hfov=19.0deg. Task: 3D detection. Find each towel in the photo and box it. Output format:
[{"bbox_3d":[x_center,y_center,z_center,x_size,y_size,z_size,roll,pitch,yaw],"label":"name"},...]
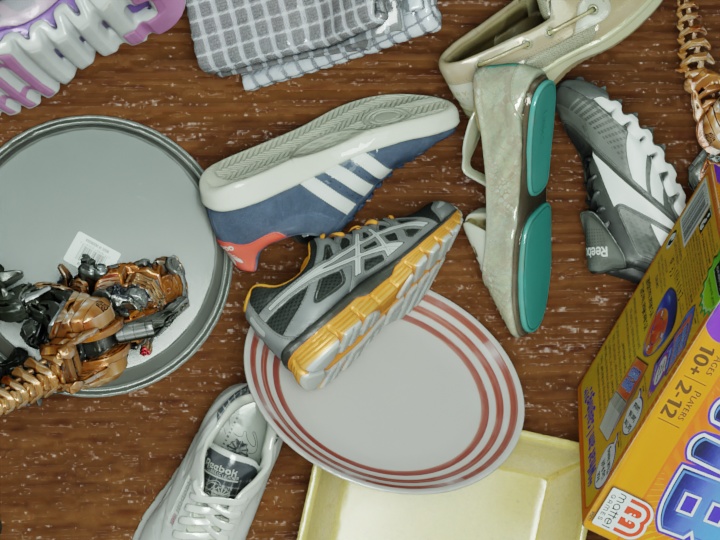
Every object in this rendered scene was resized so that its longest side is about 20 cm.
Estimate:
[{"bbox_3d":[-0.050,-0.237,1.485,0.165,0.086,0.200,-13,88,25],"label":"towel"}]

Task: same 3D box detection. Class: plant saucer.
[{"bbox_3d":[0.052,0.201,1.512,0.200,0.048,0.200,13,84,-5],"label":"plant saucer"}]

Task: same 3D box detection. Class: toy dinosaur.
[{"bbox_3d":[-0.191,0.037,1.394,0.136,0.200,0.102,-1,93,27],"label":"toy dinosaur"},{"bbox_3d":[0.288,-0.109,1.550,0.136,0.102,0.200,-30,112,8],"label":"toy dinosaur"}]

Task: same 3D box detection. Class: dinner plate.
[{"bbox_3d":[0.015,0.080,1.481,0.200,0.024,0.200,12,43,-12],"label":"dinner plate"}]

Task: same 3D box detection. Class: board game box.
[{"bbox_3d":[0.279,0.087,1.437,0.200,0.200,0.200,26,113,-7],"label":"board game box"}]

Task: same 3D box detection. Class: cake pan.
[{"bbox_3d":[-0.187,-0.012,1.503,0.200,0.037,0.200,1,86,-8],"label":"cake pan"}]

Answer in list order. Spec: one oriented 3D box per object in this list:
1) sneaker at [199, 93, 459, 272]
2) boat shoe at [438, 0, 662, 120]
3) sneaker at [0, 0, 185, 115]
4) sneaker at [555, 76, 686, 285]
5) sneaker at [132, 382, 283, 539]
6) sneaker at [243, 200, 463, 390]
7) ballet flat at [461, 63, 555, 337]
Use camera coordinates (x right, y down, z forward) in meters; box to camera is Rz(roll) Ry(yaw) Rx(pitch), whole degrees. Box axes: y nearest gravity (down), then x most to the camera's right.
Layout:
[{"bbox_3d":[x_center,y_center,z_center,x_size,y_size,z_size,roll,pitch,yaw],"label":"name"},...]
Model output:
[{"bbox_3d":[-0.016,-0.060,1.520,0.200,0.075,0.085,-22,116,-18],"label":"sneaker"},{"bbox_3d":[0.144,-0.187,1.535,0.200,0.072,0.065,-38,122,-4],"label":"boat shoe"},{"bbox_3d":[-0.222,-0.179,1.497,0.200,0.080,0.089,-27,62,5],"label":"sneaker"},{"bbox_3d":[0.188,-0.043,1.540,0.090,0.066,0.200,-37,93,-11],"label":"sneaker"},{"bbox_3d":[-0.108,0.169,1.479,0.076,0.081,0.200,20,85,-7],"label":"sneaker"},{"bbox_3d":[0.000,0.000,1.482,0.077,0.078,0.200,37,46,15],"label":"sneaker"},{"bbox_3d":[0.103,-0.052,1.521,0.062,0.067,0.200,11,112,25],"label":"ballet flat"}]
